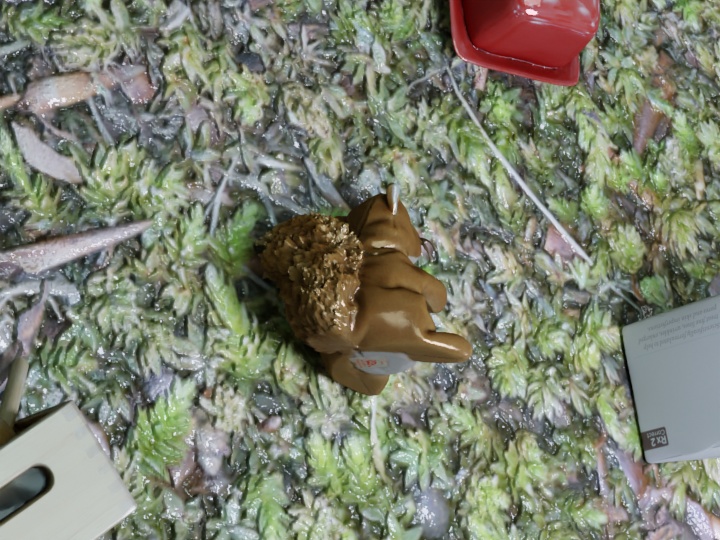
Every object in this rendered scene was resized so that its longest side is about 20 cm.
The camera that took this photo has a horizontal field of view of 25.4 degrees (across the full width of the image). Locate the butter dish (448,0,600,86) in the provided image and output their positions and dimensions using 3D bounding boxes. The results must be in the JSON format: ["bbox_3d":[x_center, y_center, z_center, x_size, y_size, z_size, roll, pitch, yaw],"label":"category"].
[{"bbox_3d":[0.209,-0.334,1.837,0.198,0.147,0.202,8,71,-35],"label":"butter dish"}]

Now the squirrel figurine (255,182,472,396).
[{"bbox_3d":[0.000,0.000,1.576,0.199,0.141,0.189,21,56,-33],"label":"squirrel figurine"}]

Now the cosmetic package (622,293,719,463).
[{"bbox_3d":[0.438,0.124,1.844,0.198,0.164,0.167,2,73,-38],"label":"cosmetic package"}]

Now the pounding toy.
[{"bbox_3d":[-0.289,0.168,1.281,0.199,0.184,0.143,-35,97,-31],"label":"pounding toy"}]
